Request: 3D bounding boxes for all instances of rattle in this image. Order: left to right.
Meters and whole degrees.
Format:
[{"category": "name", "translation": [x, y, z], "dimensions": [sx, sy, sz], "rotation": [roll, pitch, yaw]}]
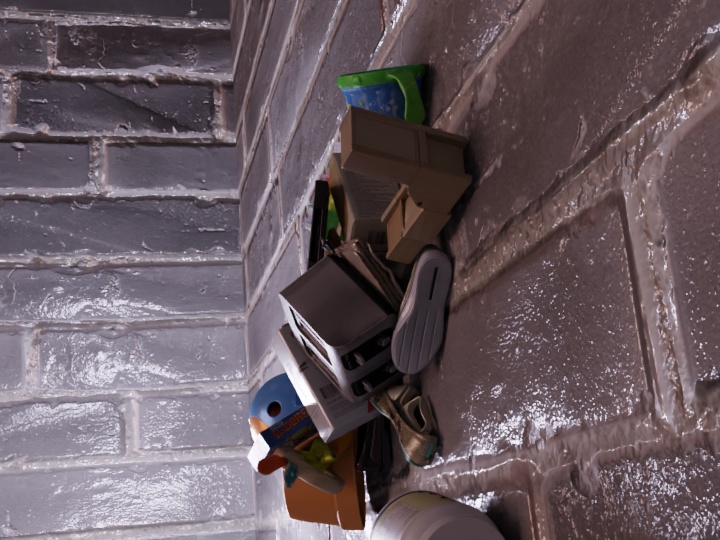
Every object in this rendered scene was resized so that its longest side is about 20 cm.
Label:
[{"category": "rattle", "translation": [-0.079, 0.299, 1.636], "dimensions": [0.130, 0.143, 0.200], "rotation": [47, -175, 37]}]

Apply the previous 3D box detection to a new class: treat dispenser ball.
[{"category": "treat dispenser ball", "translation": [-0.141, 0.320, 2.084], "dimensions": [0.201, 0.199, 0.203], "rotation": [179, 90, -76]}]

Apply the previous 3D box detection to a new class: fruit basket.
[{"category": "fruit basket", "translation": [-0.054, -0.158, 1.934], "dimensions": [0.185, 0.093, 0.202], "rotation": [-149, 62, -74]}]

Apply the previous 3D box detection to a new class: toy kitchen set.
[{"category": "toy kitchen set", "translation": [0.032, -0.146, 1.366], "dimensions": [0.200, 0.179, 0.164], "rotation": [125, 151, -48]}]

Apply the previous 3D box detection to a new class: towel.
[{"category": "towel", "translation": [0.033, 0.036, 1.526], "dimensions": [0.201, 0.034, 0.132], "rotation": [57, 166, -9]}]

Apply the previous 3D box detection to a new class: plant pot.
[{"category": "plant pot", "translation": [-0.068, 0.391, 1.814], "dimensions": [0.200, 0.139, 0.202], "rotation": [-6, -90, -86]}]

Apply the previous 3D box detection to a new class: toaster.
[{"category": "toaster", "translation": [-0.028, 0.087, 1.531], "dimensions": [0.200, 0.118, 0.181], "rotation": [44, 162, 33]}]

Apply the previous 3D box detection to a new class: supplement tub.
[{"category": "supplement tub", "translation": [0.101, 0.364, 1.236], "dimensions": [0.200, 0.144, 0.146], "rotation": [157, 111, -75]}]

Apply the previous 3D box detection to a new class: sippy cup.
[{"category": "sippy cup", "translation": [0.039, -0.247, 1.504], "dimensions": [0.178, 0.139, 0.131], "rotation": [-53, -45, -73]}]

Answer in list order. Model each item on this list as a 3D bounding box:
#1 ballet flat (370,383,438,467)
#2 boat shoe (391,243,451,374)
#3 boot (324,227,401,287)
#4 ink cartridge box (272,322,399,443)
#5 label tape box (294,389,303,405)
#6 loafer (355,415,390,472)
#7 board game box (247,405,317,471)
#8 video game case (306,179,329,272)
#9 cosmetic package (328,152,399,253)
[{"category": "ballet flat", "translation": [0.076, 0.225, 1.520], "dimensions": [0.076, 0.067, 0.200], "rotation": [-63, 28, 16]}, {"category": "boat shoe", "translation": [0.094, 0.057, 1.432], "dimensions": [0.062, 0.071, 0.201], "rotation": [-90, 15, -67]}, {"category": "boot", "translation": [0.000, 0.000, 1.702], "dimensions": [0.189, 0.068, 0.201], "rotation": [88, 156, -56]}, {"category": "ink cartridge box", "translation": [-0.042, 0.170, 1.663], "dimensions": [0.201, 0.144, 0.084], "rotation": [59, 156, 17]}, {"category": "label tape box", "translation": [-0.045, 0.172, 1.812], "dimensions": [0.063, 0.143, 0.202], "rotation": [-130, 40, -65]}, {"category": "loafer", "translation": [0.013, 0.264, 1.743], "dimensions": [0.072, 0.062, 0.201], "rotation": [117, 149, -65]}, {"category": "board game box", "translation": [-0.102, 0.276, 1.730], "dimensions": [0.035, 0.199, 0.136], "rotation": [53, 150, 15]}, {"category": "video game case", "translation": [-0.074, -0.058, 1.681], "dimensions": [0.200, 0.025, 0.182], "rotation": [-177, 93, -89]}, {"category": "cosmetic package", "translation": [0.013, -0.118, 1.646], "dimensions": [0.201, 0.104, 0.071], "rotation": [-105, 20, -49]}]
